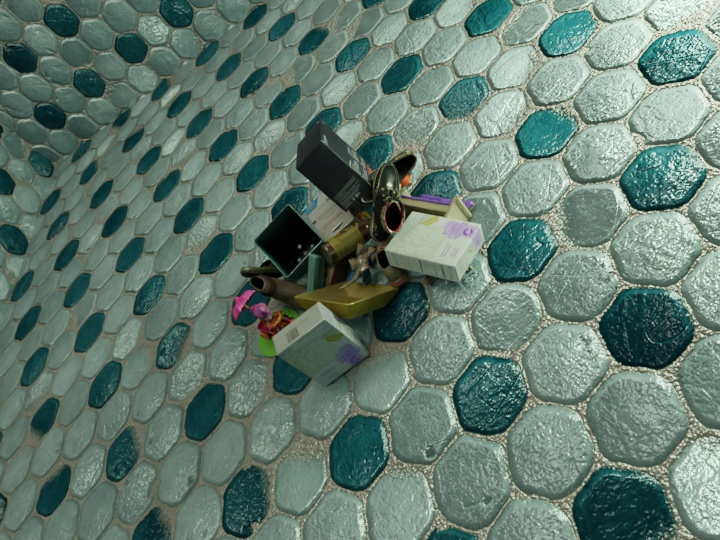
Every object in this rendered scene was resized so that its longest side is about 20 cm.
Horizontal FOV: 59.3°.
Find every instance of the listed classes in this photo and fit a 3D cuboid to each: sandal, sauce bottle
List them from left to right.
[{"bbox_3d":[-0.262,-0.010,1.825,0.079,0.199,0.059,-18,77,34],"label":"sandal"},{"bbox_3d":[-0.015,-0.091,1.704,0.198,0.066,0.064,-33,37,-20],"label":"sauce bottle"}]

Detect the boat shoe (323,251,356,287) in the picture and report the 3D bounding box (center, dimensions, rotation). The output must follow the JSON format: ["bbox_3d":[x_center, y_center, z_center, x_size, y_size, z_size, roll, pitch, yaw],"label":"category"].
[{"bbox_3d":[-0.067,-0.029,1.761,0.071,0.072,0.203,1,65,41],"label":"boat shoe"}]

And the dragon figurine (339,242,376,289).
[{"bbox_3d":[0.000,0.000,1.641,0.058,0.100,0.202,13,51,9],"label":"dragon figurine"}]

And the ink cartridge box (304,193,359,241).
[{"bbox_3d":[-0.077,-0.150,1.862,0.116,0.068,0.201,-41,41,7],"label":"ink cartridge box"}]

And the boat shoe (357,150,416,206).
[{"bbox_3d":[0.070,-0.252,1.714,0.201,0.072,0.061,-43,15,-5],"label":"boat shoe"}]

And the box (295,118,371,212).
[{"bbox_3d":[-0.074,-0.285,1.701,0.104,0.182,0.201,-43,23,17],"label":"box"}]

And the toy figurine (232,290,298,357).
[{"bbox_3d":[-0.258,0.131,1.710,0.198,0.184,0.152,9,64,43],"label":"toy figurine"}]

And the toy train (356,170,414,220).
[{"bbox_3d":[0.075,-0.206,1.793,0.198,0.056,0.151,-31,26,26],"label":"toy train"}]

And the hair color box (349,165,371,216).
[{"bbox_3d":[-0.007,-0.247,1.843,0.110,0.064,0.201,-39,26,9],"label":"hair color box"}]

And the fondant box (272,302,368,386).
[{"bbox_3d":[-0.092,0.180,1.504,0.143,0.200,0.059,-36,46,11],"label":"fondant box"}]

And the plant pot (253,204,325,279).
[{"bbox_3d":[-0.177,-0.067,1.774,0.141,0.200,0.141,-46,78,2],"label":"plant pot"}]

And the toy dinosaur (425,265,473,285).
[{"bbox_3d":[0.195,-0.018,1.552,0.101,0.059,0.200,-37,43,-13],"label":"toy dinosaur"}]

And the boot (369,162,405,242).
[{"bbox_3d":[0.076,-0.178,1.581,0.154,0.072,0.208,169,109,-78],"label":"boot"}]

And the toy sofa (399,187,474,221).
[{"bbox_3d":[0.190,-0.168,1.637,0.198,0.083,0.099,17,71,46],"label":"toy sofa"}]

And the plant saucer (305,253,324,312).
[{"bbox_3d":[-0.120,0.059,1.672,0.019,0.070,0.205,4,92,23],"label":"plant saucer"}]

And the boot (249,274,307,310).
[{"bbox_3d":[-0.212,0.059,1.749,0.198,0.145,0.072,8,81,49],"label":"boot"}]

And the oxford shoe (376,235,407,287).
[{"bbox_3d":[0.073,-0.047,1.642,0.070,0.075,0.201,-34,36,11],"label":"oxford shoe"}]

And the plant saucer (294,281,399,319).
[{"bbox_3d":[-0.033,0.077,1.596,0.198,0.198,0.050,5,104,42],"label":"plant saucer"}]

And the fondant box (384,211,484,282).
[{"bbox_3d":[0.177,-0.060,1.517,0.197,0.059,0.145,15,54,35],"label":"fondant box"}]
